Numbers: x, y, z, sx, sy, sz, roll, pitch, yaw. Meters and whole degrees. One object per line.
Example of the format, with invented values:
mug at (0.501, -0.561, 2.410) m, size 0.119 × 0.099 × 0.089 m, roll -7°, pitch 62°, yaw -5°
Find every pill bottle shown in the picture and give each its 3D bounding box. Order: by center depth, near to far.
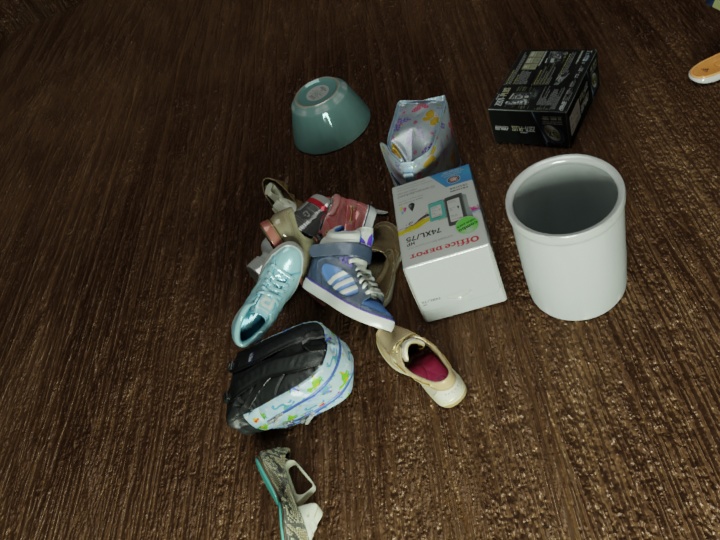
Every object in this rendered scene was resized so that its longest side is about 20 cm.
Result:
pill bottle at (-0.121, -0.044, 1.318) m, size 0.200 × 0.111 × 0.110 m, roll -44°, pitch 47°, yaw -16°

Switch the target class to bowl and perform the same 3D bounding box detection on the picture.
bowl at (-0.085, -0.380, 1.612) m, size 0.198 × 0.106 × 0.203 m, roll -13°, pitch 47°, yaw 14°

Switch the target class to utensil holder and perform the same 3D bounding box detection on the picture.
utensil holder at (0.323, -0.046, 1.045) m, size 0.168 × 0.201 × 0.171 m, roll -14°, pitch 46°, yaw 14°

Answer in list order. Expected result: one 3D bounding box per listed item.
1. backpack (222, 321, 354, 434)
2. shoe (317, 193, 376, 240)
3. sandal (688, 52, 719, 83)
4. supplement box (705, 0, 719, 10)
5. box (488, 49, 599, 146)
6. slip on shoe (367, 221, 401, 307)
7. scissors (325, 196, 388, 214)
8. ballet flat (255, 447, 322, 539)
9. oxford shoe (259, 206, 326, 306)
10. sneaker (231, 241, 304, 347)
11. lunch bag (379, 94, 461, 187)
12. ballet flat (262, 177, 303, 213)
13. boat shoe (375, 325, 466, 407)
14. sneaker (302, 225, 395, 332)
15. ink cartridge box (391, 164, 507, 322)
backpack at (-0.107, 0.167, 1.106) m, size 0.200 × 0.153 × 0.164 m, roll -41°, pitch 30°, yaw 27°
shoe at (-0.042, -0.038, 1.252) m, size 0.090 × 0.071 × 0.202 m, roll 20°, pitch 77°, yaw -10°
sandal at (0.726, -0.425, 1.300) m, size 0.205 × 0.060 × 0.080 m, roll -28°, pitch 44°, yaw -1°
supplement box at (0.791, -0.507, 1.232) m, size 0.197 × 0.136 × 0.201 m, roll -4°, pitch 39°, yaw -23°
box at (0.373, -0.352, 1.381) m, size 0.162 × 0.087 × 0.201 m, roll 11°, pitch 55°, yaw 32°
slip on shoe at (0.033, -0.024, 1.262) m, size 0.075 × 0.061 × 0.202 m, roll -5°, pitch 49°, yaw 22°
scissors at (-0.031, -0.134, 1.426) m, size 0.197 × 0.014 × 0.074 m, roll -6°, pitch 47°, yaw 23°
ballet flat at (-0.098, 0.337, 0.999) m, size 0.074 × 0.068 × 0.201 m, roll -16°, pitch 41°, yaw -12°
oxford shoe at (-0.098, -0.022, 1.224) m, size 0.074 × 0.201 × 0.070 m, roll -36°, pitch 31°, yaw -8°
sneaker at (-0.152, 0.048, 1.154) m, size 0.202 × 0.073 × 0.082 m, roll -61°, pitch 16°, yaw 10°
lunch bag at (0.115, -0.207, 1.312) m, size 0.125 × 0.170 × 0.202 m, roll -3°, pitch 50°, yaw 21°
ballet flat at (-0.163, -0.142, 1.449) m, size 0.068 × 0.072 × 0.201 m, roll -48°, pitch 43°, yaw 13°
boat shoe at (0.089, 0.134, 1.085) m, size 0.074 × 0.069 × 0.199 m, roll -42°, pitch 45°, yaw -14°
sneaker at (0.000, 0.000, 1.145) m, size 0.199 × 0.080 × 0.148 m, roll 27°, pitch 91°, yaw 34°
ink cartridge box at (0.149, -0.046, 1.166) m, size 0.145 × 0.147 × 0.202 m, roll -16°, pitch 45°, yaw 11°
